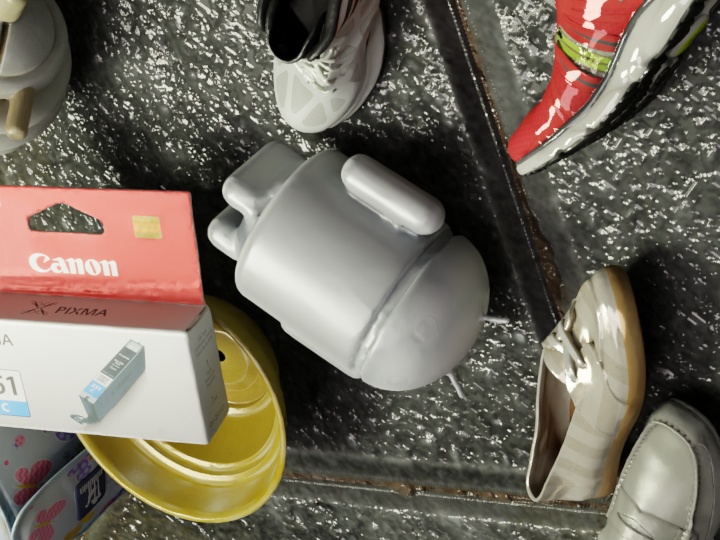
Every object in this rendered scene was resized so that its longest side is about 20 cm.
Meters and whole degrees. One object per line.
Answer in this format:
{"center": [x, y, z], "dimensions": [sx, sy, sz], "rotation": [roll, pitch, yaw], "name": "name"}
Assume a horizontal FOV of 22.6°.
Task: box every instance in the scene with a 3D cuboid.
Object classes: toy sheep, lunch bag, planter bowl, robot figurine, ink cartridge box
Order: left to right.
{"center": [-0.260, -0.141, 1.238], "dimensions": [0.138, 0.138, 0.200], "rotation": [49, 144, -6], "name": "toy sheep"}
{"center": [-0.260, 0.126, 1.427], "dimensions": [0.127, 0.170, 0.200], "rotation": [1, 122, 44], "name": "lunch bag"}
{"center": [-0.201, 0.030, 1.252], "dimensions": [0.199, 0.045, 0.177], "rotation": [3, 119, 19], "name": "ink cartridge box"}
{"center": [-0.122, 0.080, 1.336], "dimensions": [0.200, 0.083, 0.201], "rotation": [14, 123, 23], "name": "planter bowl"}
{"center": [0.000, 0.000, 1.160], "dimensions": [0.200, 0.113, 0.170], "rotation": [35, 139, 10], "name": "robot figurine"}

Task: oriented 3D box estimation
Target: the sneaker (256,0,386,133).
{"center": [-0.034, -0.141, 1.071], "dimensions": [0.076, 0.115, 0.201], "rotation": [34, 138, 11], "name": "sneaker"}

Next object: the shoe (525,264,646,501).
{"center": [0.140, 0.079, 1.139], "dimensions": [0.070, 0.053, 0.200], "rotation": [-109, 16, -45], "name": "shoe"}

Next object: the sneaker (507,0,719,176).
{"center": [0.134, -0.134, 0.990], "dimensions": [0.085, 0.077, 0.200], "rotation": [47, 133, 13], "name": "sneaker"}

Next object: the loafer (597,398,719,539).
{"center": [0.192, 0.170, 1.173], "dimensions": [0.070, 0.070, 0.200], "rotation": [32, 138, 35], "name": "loafer"}
